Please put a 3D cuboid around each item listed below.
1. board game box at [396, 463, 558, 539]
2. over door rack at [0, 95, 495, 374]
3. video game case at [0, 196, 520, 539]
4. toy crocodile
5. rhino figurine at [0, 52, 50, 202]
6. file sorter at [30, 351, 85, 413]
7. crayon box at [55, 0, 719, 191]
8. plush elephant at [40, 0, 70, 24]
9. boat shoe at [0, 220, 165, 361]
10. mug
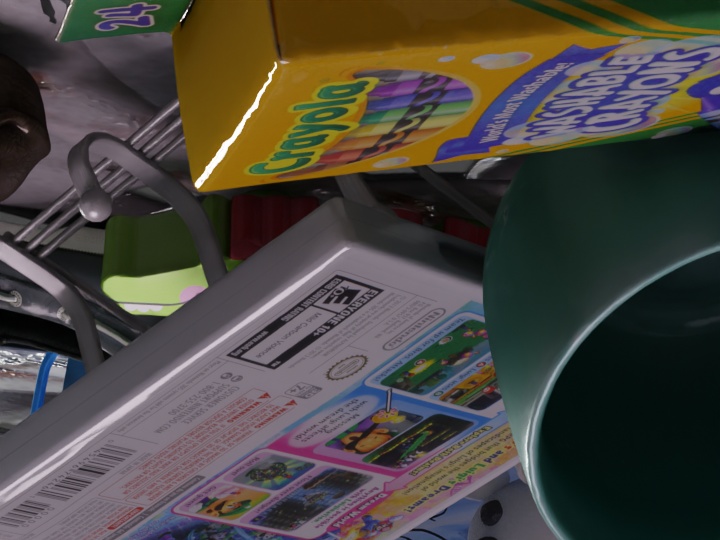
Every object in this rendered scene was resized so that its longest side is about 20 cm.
[{"bbox_3d":[0.021,0.112,1.182,0.199,0.200,0.043,-7,-162,-15],"label":"board game box"},{"bbox_3d":[-0.020,0.010,1.007,0.200,0.067,0.148,27,132,-34],"label":"over door rack"},{"bbox_3d":[-0.016,0.051,1.004,0.200,0.024,0.182,-35,147,30],"label":"video game case"},{"bbox_3d":[0.000,0.000,1.111,0.199,0.068,0.062,7,133,0],"label":"toy crocodile"},{"bbox_3d":[-0.181,-0.044,1.027,0.087,0.060,0.200,18,163,-32],"label":"rhino figurine"},{"bbox_3d":[-0.115,0.093,1.375,0.122,0.139,0.200,-1,164,35],"label":"file sorter"},{"bbox_3d":[0.028,-0.066,0.764,0.199,0.052,0.126,-6,169,-14],"label":"crayon box"},{"bbox_3d":[-0.169,-0.042,0.831,0.199,0.155,0.165,7,166,1],"label":"plush elephant"},{"bbox_3d":[-0.163,0.011,1.223,0.199,0.062,0.073,6,169,6],"label":"boat shoe"},{"bbox_3d":[0.113,0.021,0.912,0.152,0.115,0.185,-3,131,-8],"label":"mug"}]
